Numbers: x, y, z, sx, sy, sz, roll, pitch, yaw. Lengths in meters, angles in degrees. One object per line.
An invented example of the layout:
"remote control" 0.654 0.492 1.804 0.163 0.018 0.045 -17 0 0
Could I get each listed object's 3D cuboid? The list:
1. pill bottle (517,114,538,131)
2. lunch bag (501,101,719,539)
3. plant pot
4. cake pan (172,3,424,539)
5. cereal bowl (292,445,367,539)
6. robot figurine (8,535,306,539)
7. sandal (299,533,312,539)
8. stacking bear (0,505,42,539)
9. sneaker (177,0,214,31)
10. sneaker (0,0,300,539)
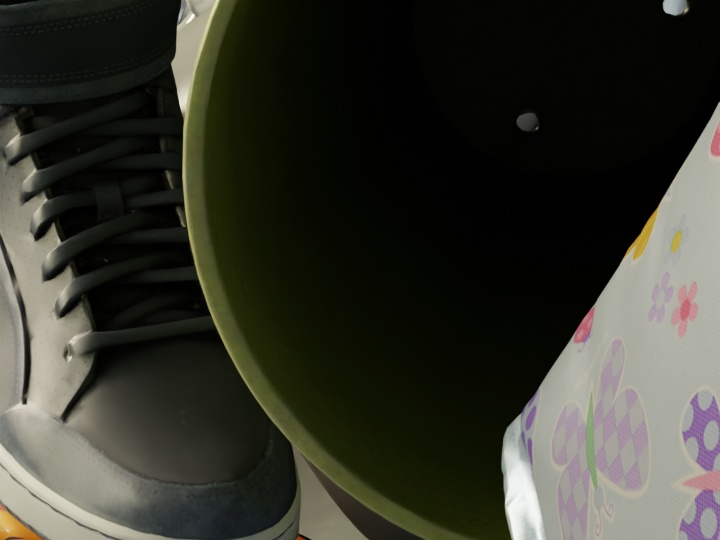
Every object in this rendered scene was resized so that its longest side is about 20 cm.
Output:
"pill bottle" -0.017 -0.032 0.935 0.200 0.112 0.113 123 156 -45
"lunch bag" 0.112 0.055 0.423 0.170 0.127 0.200 119 150 -41
"plant pot" 0.056 -0.046 0.637 0.200 0.187 0.187 -88 17 -75
"cake pan" 0.000 0.000 0.746 0.037 0.200 0.200 -24 36 13
"cereal bowl" -0.068 0.060 0.903 0.200 0.200 0.083 -55 7 49
"robot figurine" -0.081 0.152 0.686 0.200 0.116 0.144 -63 -1 -2
"sandal" -0.005 0.118 0.782 0.201 0.080 0.057 154 140 -80
"stacking bear" -0.093 0.111 0.826 0.114 0.121 0.200 -42 -27 -46
"sneaker" -0.044 -0.155 1.186 0.075 0.087 0.200 -98 29 -56
"sneaker" -0.066 -0.031 0.622 0.202 0.077 0.146 -125 34 -45
